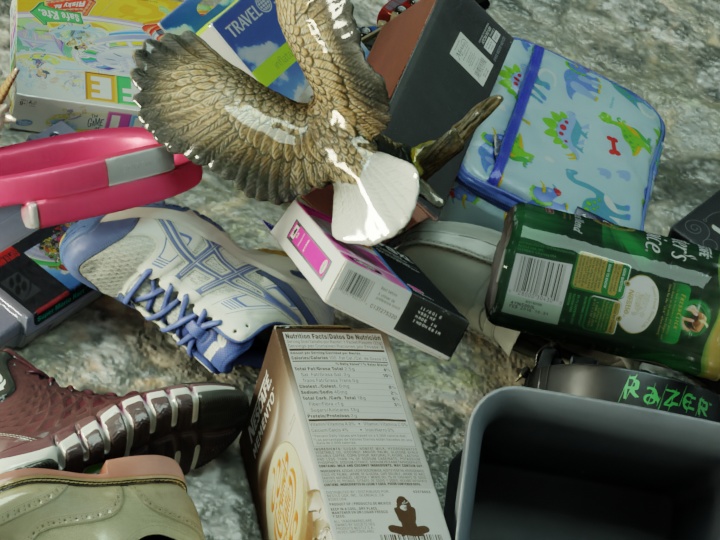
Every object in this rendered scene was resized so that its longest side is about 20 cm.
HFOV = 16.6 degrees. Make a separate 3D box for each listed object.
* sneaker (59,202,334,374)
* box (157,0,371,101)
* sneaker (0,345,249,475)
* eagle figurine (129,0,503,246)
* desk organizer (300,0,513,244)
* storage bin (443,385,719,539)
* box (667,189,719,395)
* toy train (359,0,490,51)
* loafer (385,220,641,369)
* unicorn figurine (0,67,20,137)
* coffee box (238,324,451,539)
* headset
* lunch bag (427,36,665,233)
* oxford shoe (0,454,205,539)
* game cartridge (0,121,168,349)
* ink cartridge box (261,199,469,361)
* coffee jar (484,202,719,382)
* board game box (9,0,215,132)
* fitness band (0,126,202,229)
[{"bbox_3d":[-0.103,0.019,1.626,0.199,0.075,0.088,16,46,-23],"label":"sneaker"},{"bbox_3d":[-0.042,-0.137,1.794,0.200,0.048,0.122,50,43,-7],"label":"box"},{"bbox_3d":[-0.176,0.082,1.553,0.199,0.076,0.116,-15,49,-31],"label":"sneaker"},{"bbox_3d":[-0.034,-0.110,1.592,0.200,0.151,0.152,41,62,-20],"label":"eagle figurine"},{"bbox_3d":[0.034,-0.110,1.755,0.072,0.077,0.200,42,45,-19],"label":"desk organizer"},{"bbox_3d":[0.141,0.166,1.532,0.199,0.134,0.146,10,75,-10],"label":"storage bin"},{"bbox_3d":[0.313,0.037,1.761,0.200,0.106,0.122,38,46,20],"label":"box"},{"bbox_3d":[0.038,-0.199,1.959,0.046,0.034,0.200,34,43,21],"label":"toy train"},{"bbox_3d":[0.107,0.023,1.725,0.199,0.070,0.070,19,33,-2],"label":"loafer"},{"bbox_3d":[-0.305,-0.122,1.702,0.199,0.074,0.138,-20,42,13],"label":"unicorn figurine"},{"bbox_3d":[-0.010,0.144,1.520,0.079,0.115,0.201,1,44,-19],"label":"coffee box"},{"bbox_3d":[0.158,0.079,1.601,0.123,0.200,0.095,15,75,-18],"label":"headset"},{"bbox_3d":[0.135,-0.076,1.819,0.160,0.083,0.200,27,40,-2],"label":"lunch bag"},{"bbox_3d":[-0.181,0.163,1.468,0.199,0.071,0.074,-12,53,-30],"label":"oxford shoe"},{"bbox_3d":[-0.226,-0.022,1.674,0.129,0.039,0.200,34,43,21],"label":"game cartridge"},{"bbox_3d":[0.000,0.000,1.626,0.094,0.037,0.200,26,6,-20],"label":"ink cartridge box"},{"bbox_3d":[0.187,0.017,1.649,0.199,0.086,0.104,15,5,-1],"label":"coffee jar"},{"bbox_3d":[-0.159,-0.149,1.830,0.199,0.034,0.135,7,44,-15],"label":"board game box"},{"bbox_3d":[-0.199,-0.061,1.623,0.199,0.038,0.143,-14,14,-31],"label":"fitness band"}]
